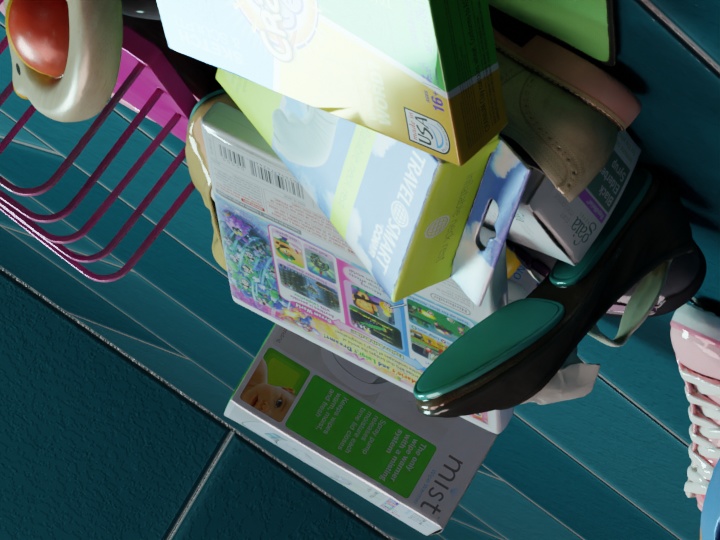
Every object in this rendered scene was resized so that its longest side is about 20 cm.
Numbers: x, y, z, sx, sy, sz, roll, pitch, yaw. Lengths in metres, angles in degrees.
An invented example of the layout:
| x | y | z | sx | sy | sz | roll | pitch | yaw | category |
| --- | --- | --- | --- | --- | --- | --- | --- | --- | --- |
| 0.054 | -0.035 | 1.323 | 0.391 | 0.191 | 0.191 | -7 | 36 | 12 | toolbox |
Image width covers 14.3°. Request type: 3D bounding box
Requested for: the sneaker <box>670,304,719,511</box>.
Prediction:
| x | y | z | sx | sy | sz | roll | pitch | yaw | category |
| --- | --- | --- | --- | --- | --- | --- | --- | --- | --- |
| 0.247 | 0.106 | 1.900 | 0.075 | 0.105 | 0.200 | 25 | 168 | 41 | sneaker |

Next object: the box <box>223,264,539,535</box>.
| x | y | z | sx | sy | sz | roll | pitch | yaw | category |
| --- | --- | --- | --- | --- | --- | --- | --- | --- | --- |
| 0.029 | 0.057 | 2.026 | 0.176 | 0.200 | 0.097 | 32 | 170 | 1 | box |

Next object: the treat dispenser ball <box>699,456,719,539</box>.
| x | y | z | sx | sy | sz | roll | pitch | yaw | category |
| --- | --- | --- | --- | --- | --- | --- | --- | --- | --- |
| 0.302 | 0.161 | 1.721 | 0.200 | 0.201 | 0.201 | 30 | 170 | 6 | treat dispenser ball |

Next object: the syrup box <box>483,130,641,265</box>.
| x | y | z | sx | sy | sz | roll | pitch | yaw | category |
| --- | --- | --- | --- | --- | --- | --- | --- | --- | --- |
| 0.049 | -0.081 | 1.617 | 0.200 | 0.082 | 0.079 | 22 | 167 | 35 | syrup box |

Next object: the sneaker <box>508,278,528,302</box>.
| x | y | z | sx | sy | sz | roll | pitch | yaw | category |
| --- | --- | --- | --- | --- | --- | --- | --- | --- | --- |
| 0.031 | -0.023 | 1.927 | 0.199 | 0.100 | 0.075 | 22 | 165 | 25 | sneaker |

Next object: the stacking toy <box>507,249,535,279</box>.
| x | y | z | sx | sy | sz | roll | pitch | yaw | category |
| --- | --- | --- | --- | --- | --- | --- | --- | --- | --- |
| 0.055 | -0.027 | 1.823 | 0.199 | 0.147 | 0.146 | 13 | 167 | 8 | stacking toy |

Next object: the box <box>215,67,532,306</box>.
| x | y | z | sx | sy | sz | roll | pitch | yaw | category |
| --- | --- | --- | --- | --- | --- | --- | --- | --- | --- |
| 0.003 | -0.079 | 1.529 | 0.200 | 0.048 | 0.122 | 51 | 148 | 25 | box |

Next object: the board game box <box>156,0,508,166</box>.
| x | y | z | sx | sy | sz | roll | pitch | yaw | category |
| --- | --- | --- | --- | --- | --- | --- | --- | --- | --- |
| -0.026 | -0.149 | 1.413 | 0.200 | 0.040 | 0.153 | 24 | 143 | 34 | board game box |

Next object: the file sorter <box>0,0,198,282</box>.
| x | y | z | sx | sy | sz | roll | pitch | yaw | category |
| --- | --- | --- | --- | --- | --- | --- | --- | --- | --- |
| -0.190 | -0.092 | 1.804 | 0.139 | 0.126 | 0.200 | 35 | 173 | 18 | file sorter |

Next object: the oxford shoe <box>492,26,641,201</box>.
| x | y | z | sx | sy | sz | roll | pitch | yaw | category |
| --- | --- | --- | --- | --- | --- | --- | --- | --- | --- |
| 0.049 | -0.101 | 1.533 | 0.200 | 0.074 | 0.071 | 26 | 174 | 33 | oxford shoe |

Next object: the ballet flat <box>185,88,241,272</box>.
| x | y | z | sx | sy | sz | roll | pitch | yaw | category |
| --- | --- | --- | --- | --- | --- | --- | --- | --- | --- |
| -0.067 | -0.043 | 1.840 | 0.200 | 0.068 | 0.063 | 78 | 168 | -61 | ballet flat |

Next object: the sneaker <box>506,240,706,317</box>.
| x | y | z | sx | sy | sz | roll | pitch | yaw | category |
| --- | --- | --- | --- | --- | --- | --- | --- | --- | --- |
| 0.108 | -0.039 | 1.689 | 0.200 | 0.075 | 0.088 | 27 | 165 | 28 | sneaker |

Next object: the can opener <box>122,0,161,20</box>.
| x | y | z | sx | sy | sz | roll | pitch | yaw | category |
| --- | --- | --- | --- | --- | --- | --- | --- | --- | --- |
| -0.150 | -0.188 | 1.727 | 0.200 | 0.054 | 0.067 | 22 | -164 | 41 | can opener |

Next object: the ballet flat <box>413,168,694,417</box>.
| x | y | z | sx | sy | sz | roll | pitch | yaw | category |
| --- | --- | --- | --- | --- | --- | --- | --- | --- | --- |
| 0.118 | 0.029 | 1.611 | 0.068 | 0.200 | 0.068 | 53 | 164 | -21 | ballet flat |

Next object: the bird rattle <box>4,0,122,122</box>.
| x | y | z | sx | sy | sz | roll | pitch | yaw | category |
| --- | --- | --- | --- | --- | --- | --- | --- | --- | --- |
| -0.163 | -0.167 | 1.636 | 0.112 | 0.164 | 0.200 | -13 | -166 | -35 | bird rattle |

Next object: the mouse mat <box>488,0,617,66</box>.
| x | y | z | sx | sy | sz | roll | pitch | yaw | category |
| --- | --- | --- | --- | --- | --- | --- | --- | --- | --- |
| 0.040 | -0.170 | 1.426 | 0.200 | 0.008 | 0.161 | 28 | 170 | 12 | mouse mat |

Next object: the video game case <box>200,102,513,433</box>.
| x | y | z | sx | sy | sz | roll | pitch | yaw | category |
| --- | --- | --- | --- | --- | --- | --- | --- | --- | --- |
| 0.000 | 0.000 | 1.702 | 0.200 | 0.024 | 0.182 | 26 | 150 | 21 | video game case |

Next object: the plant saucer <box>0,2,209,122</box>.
| x | y | z | sx | sy | sz | roll | pitch | yaw | category |
| --- | --- | --- | --- | --- | --- | --- | --- | --- | --- |
| -0.154 | -0.155 | 1.950 | 0.200 | 0.051 | 0.201 | 30 | 169 | 6 | plant saucer |

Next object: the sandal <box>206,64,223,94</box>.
| x | y | z | sx | sy | sz | roll | pitch | yaw | category |
| --- | --- | --- | --- | --- | --- | --- | --- | --- | --- |
| -0.063 | -0.109 | 1.831 | 0.200 | 0.075 | 0.045 | 70 | -178 | -71 | sandal |
